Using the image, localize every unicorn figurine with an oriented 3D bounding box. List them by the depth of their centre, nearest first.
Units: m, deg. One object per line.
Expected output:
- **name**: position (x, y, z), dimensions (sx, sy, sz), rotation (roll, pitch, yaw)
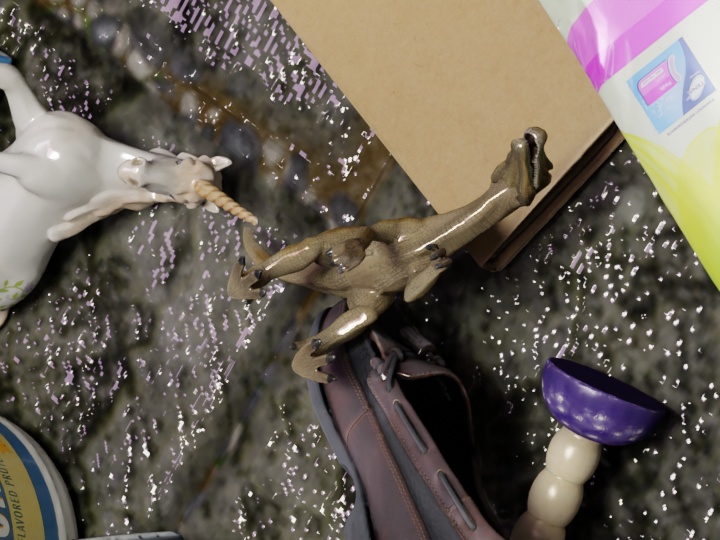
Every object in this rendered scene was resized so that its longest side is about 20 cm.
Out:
- **unicorn figurine**: position (-0.149, -0.033, 1.300), dimensions (0.200, 0.137, 0.074), rotation (-38, 37, 48)

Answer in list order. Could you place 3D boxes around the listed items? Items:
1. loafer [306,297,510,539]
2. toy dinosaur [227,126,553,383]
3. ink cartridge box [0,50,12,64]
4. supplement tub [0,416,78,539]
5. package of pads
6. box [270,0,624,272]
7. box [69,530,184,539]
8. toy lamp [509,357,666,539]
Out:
- **loafer**: position (0.028, 0.070, 1.153), dimensions (0.063, 0.072, 0.200), rotation (-41, 32, 21)
- **toy dinosaur**: position (0.000, 0.000, 1.176), dimensions (0.200, 0.101, 0.058), rotation (-19, 100, 48)
- **ink cartridge box**: position (-0.259, -0.037, 1.391), dimensions (0.116, 0.068, 0.200), rotation (32, 103, 34)
- **supplement tub**: position (-0.234, 0.125, 1.278), dimensions (0.144, 0.200, 0.145), rotation (-4, 83, 34)
- **package of pads**: position (0.179, -0.068, 1.085), dimensions (0.154, 0.068, 0.200), rotation (-37, 74, 23)
- **box**: position (0.049, -0.126, 1.219), dimensions (0.164, 0.021, 0.200), rotation (-48, 62, 21)
- **box**: position (-0.094, 0.231, 1.220), dimensions (0.200, 0.104, 0.148), rotation (50, 121, 27)
- **toy lamp**: position (0.057, 0.134, 1.168), dimensions (0.058, 0.058, 0.200), rotation (29, 99, 33)
